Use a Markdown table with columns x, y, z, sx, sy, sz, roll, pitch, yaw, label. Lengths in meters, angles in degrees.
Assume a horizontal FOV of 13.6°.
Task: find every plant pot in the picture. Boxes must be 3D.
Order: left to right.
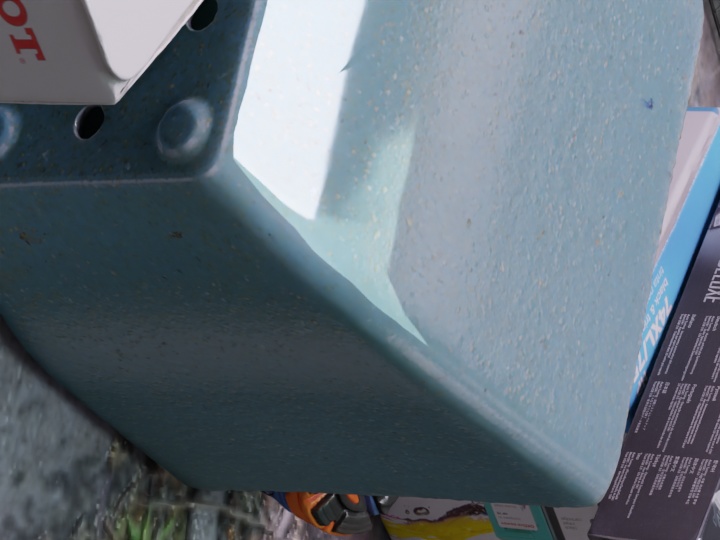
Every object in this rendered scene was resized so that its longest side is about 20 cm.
| x | y | z | sx | sy | sz | roll | pitch | yaw | label |
| --- | --- | --- | --- | --- | --- | --- | --- | --- | --- |
| -0.027 | -0.046 | 1.040 | 0.200 | 0.195 | 0.198 | 34 | 63 | -48 | plant pot |

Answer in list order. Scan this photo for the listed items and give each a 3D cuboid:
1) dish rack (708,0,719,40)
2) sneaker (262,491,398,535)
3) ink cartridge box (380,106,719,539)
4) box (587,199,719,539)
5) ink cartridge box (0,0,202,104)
| x | y | z | sx | sy | sz | roll | pitch | yaw | label |
| --- | --- | --- | --- | --- | --- | --- | --- | --- | --- |
| 0.242 | -0.138 | 1.537 | 0.055 | 0.153 | 0.201 | -47 | 132 | -30 | dish rack |
| 0.000 | 0.000 | 1.169 | 0.201 | 0.078 | 0.075 | -63 | 144 | -17 | sneaker |
| 0.092 | 0.051 | 1.286 | 0.146 | 0.146 | 0.201 | -61 | 141 | -38 | ink cartridge box |
| 0.166 | 0.075 | 1.222 | 0.201 | 0.049 | 0.158 | -64 | 143 | -33 | box |
| -0.146 | -0.124 | 0.797 | 0.083 | 0.199 | 0.147 | -55 | 138 | -42 | ink cartridge box |
